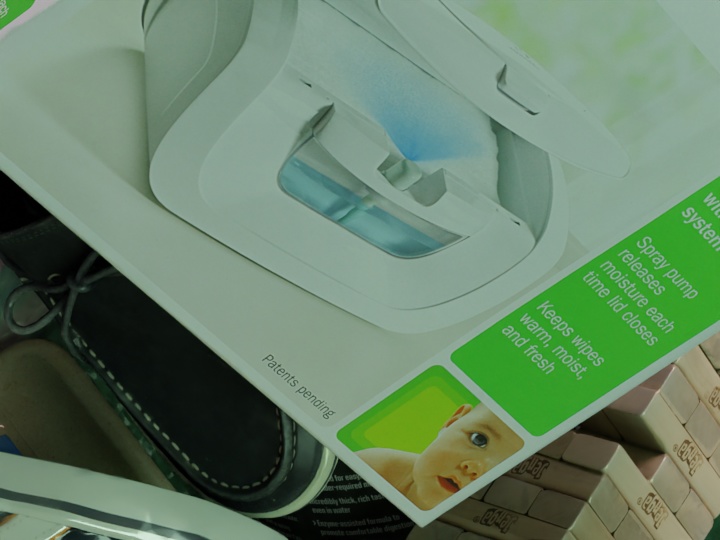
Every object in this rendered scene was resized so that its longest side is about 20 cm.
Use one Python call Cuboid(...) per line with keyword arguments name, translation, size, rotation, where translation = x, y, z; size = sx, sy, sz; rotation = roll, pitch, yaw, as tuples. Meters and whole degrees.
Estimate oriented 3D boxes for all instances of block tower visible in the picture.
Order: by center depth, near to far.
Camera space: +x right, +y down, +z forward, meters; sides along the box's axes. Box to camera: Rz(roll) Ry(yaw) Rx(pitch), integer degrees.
Cuboid(name="block tower", translation=(0.075, 0.053, 0.832), size=(0.200, 0.058, 0.054), rotation=(-54, 130, -20))

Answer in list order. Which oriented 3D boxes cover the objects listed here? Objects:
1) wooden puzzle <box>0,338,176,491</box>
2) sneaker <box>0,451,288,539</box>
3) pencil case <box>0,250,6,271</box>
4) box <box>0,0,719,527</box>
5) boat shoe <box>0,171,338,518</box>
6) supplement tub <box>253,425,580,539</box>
Cuboid(name="wooden puzzle", translation=(-0.117, 0.144, 0.831), size=(0.200, 0.046, 0.185), rotation=(-37, 87, -16))
Cuboid(name="sneaker", translation=(-0.122, 0.085, 0.785), size=(0.199, 0.078, 0.080), rotation=(14, 78, -12))
Cuboid(name="pencil case", translation=(-0.181, -0.045, 0.759), size=(0.087, 0.083, 0.200), rotation=(-55, 126, -19))
Cuboid(name="box", translation=(0.020, -0.061, 0.693), size=(0.176, 0.097, 0.200), rotation=(-33, 130, 16))
Cuboid(name="boat shoe", translation=(-0.071, -0.014, 0.779), size=(0.200, 0.074, 0.062), rotation=(63, 28, -12))
Cuboid(name="supplement tub", translation=(0.000, 0.000, 0.872), size=(0.122, 0.122, 0.201), rotation=(-31, 121, -22))
